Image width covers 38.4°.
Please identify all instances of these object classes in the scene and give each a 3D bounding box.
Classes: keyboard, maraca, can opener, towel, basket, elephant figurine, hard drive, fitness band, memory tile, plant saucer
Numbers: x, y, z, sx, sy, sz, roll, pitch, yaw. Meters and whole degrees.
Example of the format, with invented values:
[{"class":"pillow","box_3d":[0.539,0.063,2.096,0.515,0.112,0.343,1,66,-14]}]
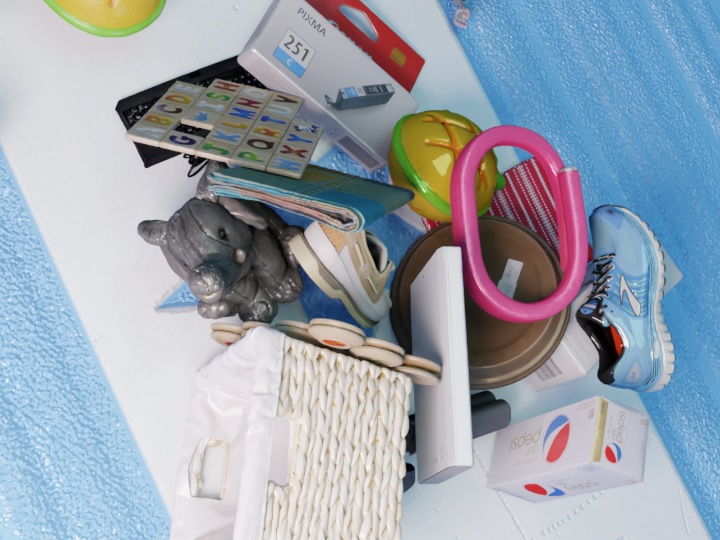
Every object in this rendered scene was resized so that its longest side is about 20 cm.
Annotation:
[{"class":"keyboard","box_3d":[-0.151,-0.172,1.094,0.198,0.040,0.105,-29,86,-28]},{"class":"maraca","box_3d":[-0.277,-0.325,1.038,0.136,0.107,0.202,-33,88,-32]},{"class":"maraca","box_3d":[0.099,-0.120,1.139,0.138,0.107,0.200,53,33,2]},{"class":"can opener","box_3d":[0.069,0.185,1.081,0.197,0.053,0.068,-13,111,-28]},{"class":"towel","box_3d":[0.175,-0.038,1.208,0.198,0.022,0.146,-27,88,-27]},{"class":"basket","box_3d":[-0.065,0.179,0.929,0.158,0.200,0.202,14,68,-21]},{"class":"towel","box_3d":[-0.038,-0.073,0.951,0.144,0.200,0.022,16,103,13]},{"class":"elephant figurine","box_3d":[-0.135,-0.033,0.959,0.153,0.200,0.144,13,79,24]},{"class":"hard drive","box_3d":[0.076,0.095,0.997,0.026,0.132,0.204,2,72,-10]},{"class":"fitness band","box_3d":[0.162,-0.049,1.054,0.141,0.037,0.204,-3,82,-21]},{"class":"memory tile","box_3d":[-0.035,0.078,0.961,0.152,0.198,0.017,27,69,-38]},{"class":"plant saucer","box_3d":[0.125,0.027,1.102,0.196,0.030,0.204,-4,64,9]}]

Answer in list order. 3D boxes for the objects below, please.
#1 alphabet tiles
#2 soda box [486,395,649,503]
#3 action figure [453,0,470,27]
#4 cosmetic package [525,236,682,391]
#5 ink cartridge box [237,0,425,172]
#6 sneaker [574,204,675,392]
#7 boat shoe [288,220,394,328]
[{"class":"alphabet tiles","box_3d":[-0.120,-0.147,1.011,0.164,0.008,0.201,13,28,2]},{"class":"soda box","box_3d":[0.206,0.185,1.047,0.063,0.200,0.069,21,66,-16]},{"class":"action figure","box_3d":[0.105,-0.397,1.270,0.198,0.135,0.150,22,22,-30]},{"class":"cosmetic package","box_3d":[0.266,0.045,1.177,0.199,0.101,0.074,-40,92,-30]},{"class":"ink cartridge box","box_3d":[-0.016,-0.240,1.155,0.199,0.044,0.178,37,63,-21]},{"class":"sneaker","box_3d":[0.269,0.027,1.086,0.088,0.078,0.204,-3,75,-21]},{"class":"boat shoe","box_3d":[0.000,0.000,1.023,0.068,0.200,0.075,-37,67,5]}]
